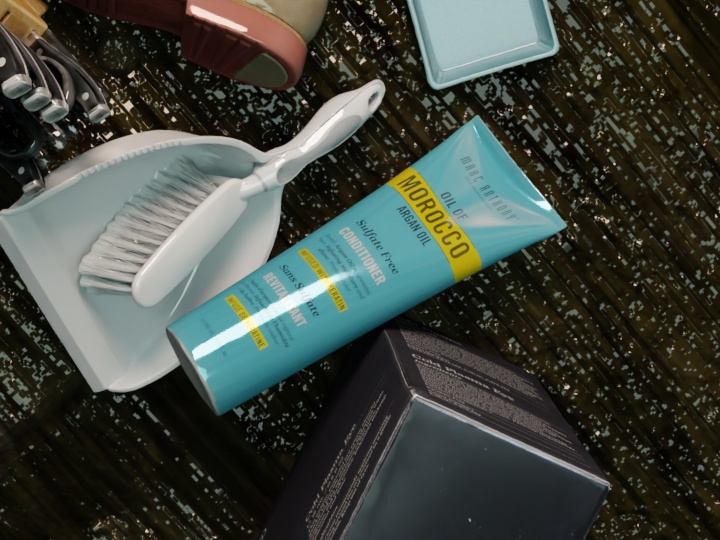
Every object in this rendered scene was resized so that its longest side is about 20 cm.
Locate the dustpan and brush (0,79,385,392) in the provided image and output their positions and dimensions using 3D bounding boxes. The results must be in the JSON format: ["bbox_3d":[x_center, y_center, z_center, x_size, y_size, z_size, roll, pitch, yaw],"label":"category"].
[{"bbox_3d":[-0.069,-0.036,0.855,0.200,0.057,0.140,-46,139,-22],"label":"dustpan and brush"}]

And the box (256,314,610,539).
[{"bbox_3d":[0.017,0.141,0.848,0.104,0.182,0.200,25,99,-10],"label":"box"}]

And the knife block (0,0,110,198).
[{"bbox_3d":[-0.202,-0.122,0.775,0.200,0.176,0.064,42,94,-12],"label":"knife block"}]

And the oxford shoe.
[{"bbox_3d":[-0.107,-0.163,0.843,0.200,0.070,0.075,28,71,-9],"label":"oxford shoe"}]

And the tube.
[{"bbox_3d":[0.000,0.000,0.864,0.200,0.050,0.078,-32,74,-13],"label":"tube"}]

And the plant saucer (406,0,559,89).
[{"bbox_3d":[0.041,-0.196,0.864,0.070,0.019,0.201,-17,104,-2],"label":"plant saucer"}]
